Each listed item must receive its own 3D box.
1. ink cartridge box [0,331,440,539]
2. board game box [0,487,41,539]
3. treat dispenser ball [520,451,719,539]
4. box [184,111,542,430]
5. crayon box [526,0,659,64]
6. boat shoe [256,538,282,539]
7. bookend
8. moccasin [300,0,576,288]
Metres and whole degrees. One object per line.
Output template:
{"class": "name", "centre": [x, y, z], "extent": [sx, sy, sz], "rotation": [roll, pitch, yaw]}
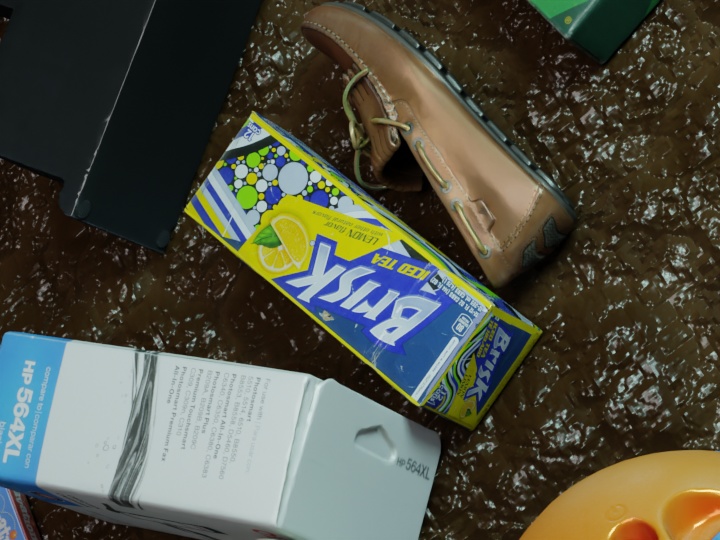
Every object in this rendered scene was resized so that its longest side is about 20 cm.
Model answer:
{"class": "ink cartridge box", "centre": [-0.080, 0.098, 1.581], "extent": [0.199, 0.146, 0.085], "rotation": [8, 79, 33]}
{"class": "board game box", "centre": [-0.216, 0.203, 1.707], "extent": [0.103, 0.019, 0.201], "rotation": [-34, 61, 20]}
{"class": "treat dispenser ball", "centre": [0.153, 0.184, 1.375], "extent": [0.200, 0.201, 0.202], "rotation": [-9, 71, 28]}
{"class": "box", "centre": [0.000, 0.000, 1.611], "extent": [0.200, 0.064, 0.070], "rotation": [39, 97, 33]}
{"class": "crayon box", "centre": [0.147, -0.228, 1.598], "extent": [0.200, 0.051, 0.127], "rotation": [-49, 57, 9]}
{"class": "boat shoe", "centre": [-0.038, 0.176, 1.526], "extent": [0.200, 0.072, 0.068], "rotation": [154, 136, -69]}
{"class": "bookend", "centre": [-0.175, -0.138, 1.739], "extent": [0.198, 0.092, 0.201], "rotation": [19, 87, 35]}
{"class": "moccasin", "centre": [0.030, -0.070, 1.614], "extent": [0.078, 0.074, 0.201], "rotation": [-43, 68, 2]}
